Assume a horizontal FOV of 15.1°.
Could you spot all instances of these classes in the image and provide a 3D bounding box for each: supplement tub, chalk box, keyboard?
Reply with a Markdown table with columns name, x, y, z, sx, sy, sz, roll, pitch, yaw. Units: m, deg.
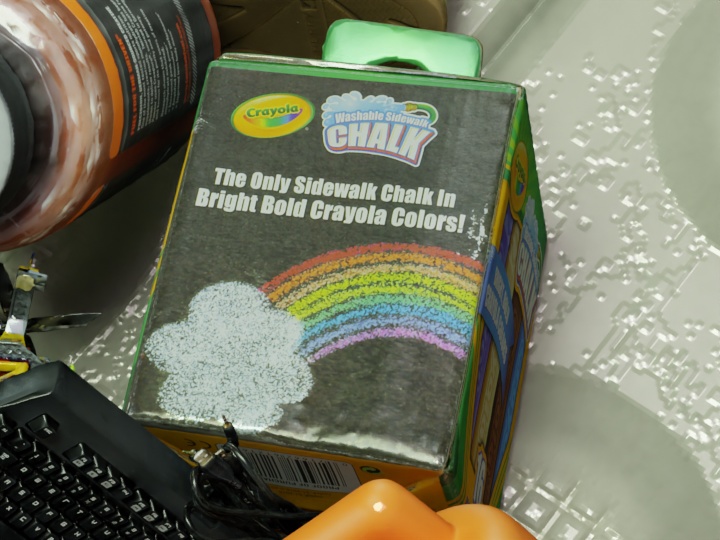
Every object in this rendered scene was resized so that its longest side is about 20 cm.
| name | x | y | z | sx | sy | sz | roll | pitch | yaw |
| --- | --- | --- | --- | --- | --- | --- | --- | --- | --- |
| supplement tub | -0.126 | -0.068 | 1.009 | 0.107 | 0.200 | 0.107 | 3 | 104 | 13 |
| chalk box | 0.000 | 0.000 | 1.032 | 0.125 | 0.124 | 0.200 | 7 | 64 | 12 |
| keyboard | -0.068 | 0.098 | 0.936 | 0.104 | 0.200 | 0.040 | -33 | 48 | 13 |

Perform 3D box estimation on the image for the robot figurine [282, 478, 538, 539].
| name | x | y | z | sx | sy | sz | roll | pitch | yaw |
| --- | --- | --- | --- | --- | --- | --- | --- | --- | --- |
| robot figurine | 0.052 | 0.158 | 0.924 | 0.200 | 0.144 | 0.117 | 43 | 85 | -16 |

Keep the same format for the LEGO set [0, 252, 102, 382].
| name | x | y | z | sx | sy | sz | roll | pitch | yaw |
| --- | --- | --- | --- | --- | --- | --- | --- | --- | --- |
| LEGO set | -0.190 | 0.070 | 1.019 | 0.200 | 0.154 | 0.116 | -2 | 33 | 9 |

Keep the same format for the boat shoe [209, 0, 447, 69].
| name | x | y | z | sx | sy | sz | roll | pitch | yaw |
| --- | --- | --- | --- | --- | --- | --- | --- | --- | --- |
| boat shoe | -0.059 | -0.125 | 1.134 | 0.200 | 0.073 | 0.063 | 7 | 52 | 7 |
